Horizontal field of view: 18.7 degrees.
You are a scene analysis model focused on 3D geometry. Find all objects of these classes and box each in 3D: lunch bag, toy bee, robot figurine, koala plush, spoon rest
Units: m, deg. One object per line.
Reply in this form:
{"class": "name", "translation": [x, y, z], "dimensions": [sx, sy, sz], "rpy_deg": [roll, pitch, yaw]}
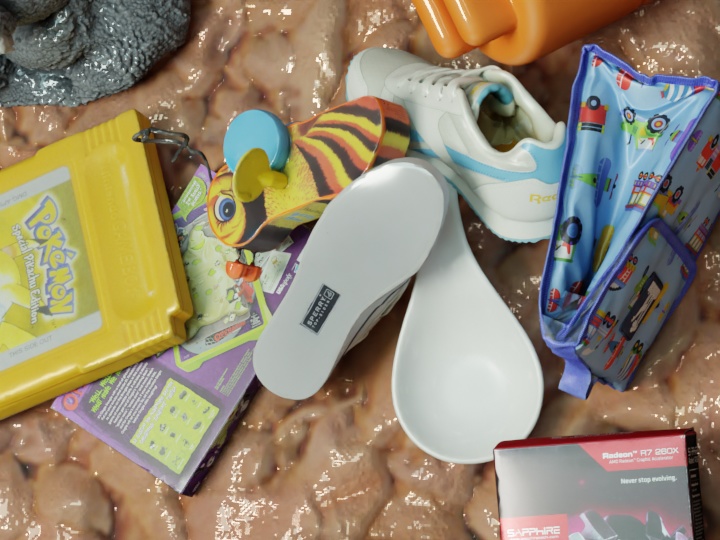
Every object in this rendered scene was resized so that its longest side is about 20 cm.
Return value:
{"class": "lunch bag", "translation": [0.161, -0.018, 1.366], "dimensions": [0.094, 0.151, 0.200], "rpy_deg": [18, 85, 20]}
{"class": "toy bee", "translation": [-0.054, -0.049, 1.451], "dimensions": [0.200, 0.131, 0.109], "rpy_deg": [-12, 78, 53]}
{"class": "robot figurine", "translation": [0.128, -0.205, 1.408], "dimensions": [0.200, 0.144, 0.117], "rpy_deg": [-28, 56, -24]}
{"class": "koala plush", "translation": [-0.228, -0.209, 1.505], "dimensions": [0.184, 0.200, 0.178], "rpy_deg": [8, 81, 19]}
{"class": "spoon rest", "translation": [0.062, 0.028, 1.435], "dimensions": [0.099, 0.061, 0.200], "rpy_deg": [-11, 74, 8]}

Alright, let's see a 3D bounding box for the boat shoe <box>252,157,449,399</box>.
{"class": "boat shoe", "translation": [0.000, 0.000, 1.424], "dimensions": [0.072, 0.066, 0.200], "rpy_deg": [33, 121, 5]}

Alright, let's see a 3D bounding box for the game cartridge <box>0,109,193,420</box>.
{"class": "game cartridge", "translation": [-0.221, 0.001, 1.530], "dimensions": [0.200, 0.032, 0.176], "rpy_deg": [-24, 65, 18]}

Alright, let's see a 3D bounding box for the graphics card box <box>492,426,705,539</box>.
{"class": "graphics card box", "translation": [0.154, 0.202, 1.363], "dimensions": [0.125, 0.051, 0.200], "rpy_deg": [-5, 87, 16]}

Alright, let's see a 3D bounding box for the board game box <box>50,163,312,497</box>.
{"class": "board game box", "translation": [-0.113, 0.040, 1.508], "dimensions": [0.120, 0.032, 0.200], "rpy_deg": [32, 89, 17]}

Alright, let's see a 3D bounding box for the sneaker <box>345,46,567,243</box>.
{"class": "sneaker", "translation": [0.067, -0.102, 1.430], "dimensions": [0.076, 0.081, 0.200], "rpy_deg": [-27, 48, -31]}
